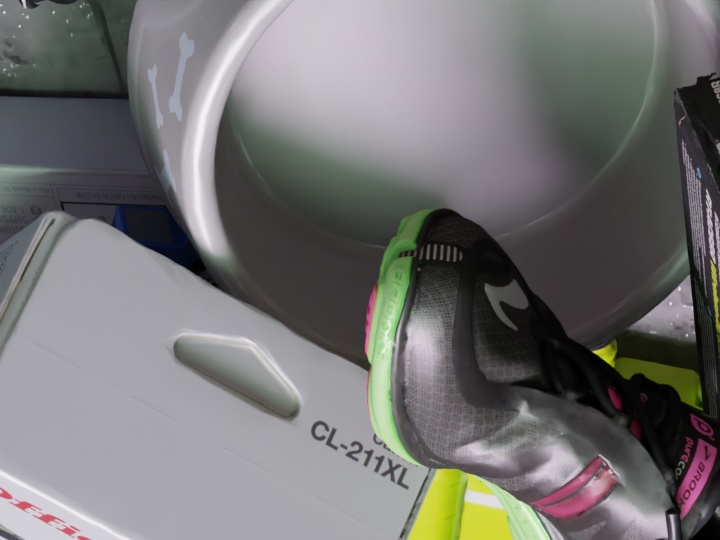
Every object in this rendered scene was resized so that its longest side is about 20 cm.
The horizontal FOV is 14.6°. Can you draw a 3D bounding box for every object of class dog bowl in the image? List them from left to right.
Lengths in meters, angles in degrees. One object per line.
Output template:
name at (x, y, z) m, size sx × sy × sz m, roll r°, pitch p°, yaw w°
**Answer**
dog bowl at (0.029, -0.049, 0.852) m, size 0.199 × 0.059 × 0.201 m, roll -5°, pitch 126°, yaw -7°

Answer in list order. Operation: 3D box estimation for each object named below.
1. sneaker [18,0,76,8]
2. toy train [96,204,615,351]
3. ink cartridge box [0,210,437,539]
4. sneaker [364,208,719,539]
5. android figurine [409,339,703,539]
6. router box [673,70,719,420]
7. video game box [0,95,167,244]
sneaker at (-0.122, -0.115, 0.861) m, size 0.199 × 0.079 × 0.089 m, roll -5°, pitch 131°, yaw 19°
toy train at (0.000, 0.000, 0.938) m, size 0.199 × 0.034 × 0.046 m, roll 2°, pitch 128°, yaw -16°
ink cartridge box at (-0.082, 0.065, 0.911) m, size 0.145 × 0.083 × 0.200 m, roll 29°, pitch 160°, yaw -14°
sneaker at (0.068, 0.046, 0.833) m, size 0.083 × 0.077 × 0.200 m, roll -6°, pitch 143°, yaw 35°
android figurine at (0.098, 0.097, 1.043) m, size 0.181 × 0.041 × 0.201 m, roll 9°, pitch 137°, yaw 6°
router box at (0.179, 0.004, 0.852) m, size 0.149 × 0.062 × 0.200 m, roll -17°, pitch 144°, yaw -1°
video game box at (-0.125, 0.017, 1.018) m, size 0.199 × 0.047 × 0.183 m, roll 3°, pitch 132°, yaw 12°
